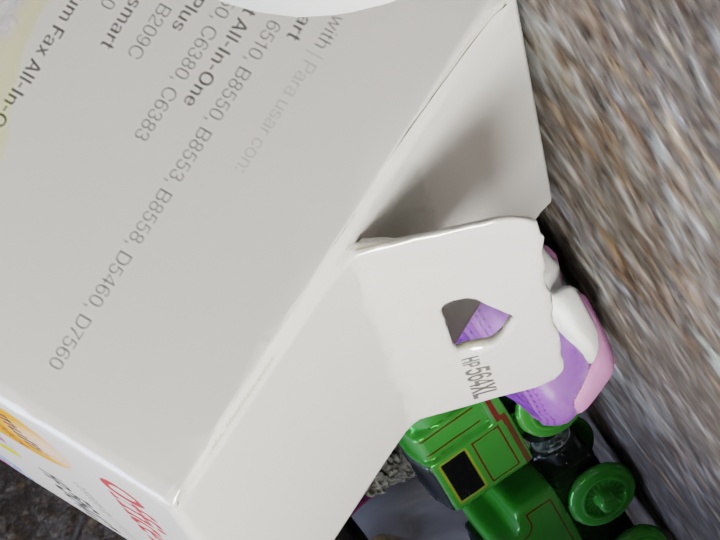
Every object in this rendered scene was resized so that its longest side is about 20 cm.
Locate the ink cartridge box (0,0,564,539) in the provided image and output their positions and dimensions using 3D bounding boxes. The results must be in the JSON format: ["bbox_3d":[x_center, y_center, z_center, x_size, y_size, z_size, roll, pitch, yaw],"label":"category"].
[{"bbox_3d":[-0.055,-0.021,0.620,0.200,0.125,0.129,30,169,16],"label":"ink cartridge box"}]

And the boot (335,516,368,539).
[{"bbox_3d":[-0.052,0.065,1.009,0.200,0.069,0.174,51,169,3],"label":"boot"}]

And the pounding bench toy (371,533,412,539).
[{"bbox_3d":[0.065,0.171,1.017,0.124,0.156,0.200,52,144,44],"label":"pounding bench toy"}]

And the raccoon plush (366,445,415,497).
[{"bbox_3d":[-0.027,0.001,1.089,0.134,0.097,0.200,41,166,44],"label":"raccoon plush"}]

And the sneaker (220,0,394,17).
[{"bbox_3d":[-0.045,-0.123,0.391,0.200,0.074,0.116,54,179,45],"label":"sneaker"}]

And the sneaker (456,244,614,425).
[{"bbox_3d":[-0.031,-0.009,0.730,0.200,0.089,0.080,32,171,10],"label":"sneaker"}]

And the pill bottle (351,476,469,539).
[{"bbox_3d":[0.013,0.114,1.284,0.113,0.113,0.200,57,175,-21],"label":"pill bottle"}]

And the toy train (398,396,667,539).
[{"bbox_3d":[0.033,0.035,0.839,0.200,0.056,0.042,58,175,-36],"label":"toy train"}]
